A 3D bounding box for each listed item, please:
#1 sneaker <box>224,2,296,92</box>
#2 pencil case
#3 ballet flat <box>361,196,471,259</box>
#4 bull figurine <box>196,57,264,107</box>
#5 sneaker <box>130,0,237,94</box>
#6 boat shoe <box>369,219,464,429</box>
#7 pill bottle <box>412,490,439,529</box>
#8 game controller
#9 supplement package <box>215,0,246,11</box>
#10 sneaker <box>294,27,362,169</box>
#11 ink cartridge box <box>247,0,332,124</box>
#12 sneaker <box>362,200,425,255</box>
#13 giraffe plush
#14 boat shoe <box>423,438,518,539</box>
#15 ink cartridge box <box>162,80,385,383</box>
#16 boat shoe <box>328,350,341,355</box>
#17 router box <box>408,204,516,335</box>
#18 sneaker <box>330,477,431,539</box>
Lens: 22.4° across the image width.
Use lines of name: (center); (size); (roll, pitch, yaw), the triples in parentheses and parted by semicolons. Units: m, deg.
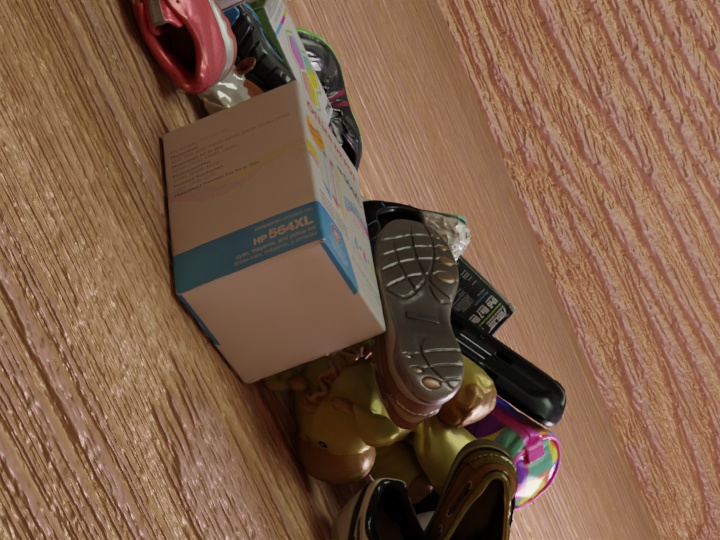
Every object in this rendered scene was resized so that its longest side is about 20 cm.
sneaker: (-0.095, -0.185, 1.704); (0.082, 0.073, 0.201); (-89, 157, -64)
pencil case: (0.086, 0.135, 1.638); (0.200, 0.089, 0.088); (33, -11, 34)
ballet flat: (0.006, -0.042, 1.736); (0.072, 0.199, 0.072); (15, 90, -75)
bull figurine: (-0.084, -0.095, 1.623); (0.200, 0.065, 0.122); (56, 20, -46)
sneaker: (-0.161, -0.237, 1.496); (0.087, 0.073, 0.201); (-74, 141, -65)
boat shoe: (0.035, 0.041, 1.463); (0.201, 0.075, 0.072); (-89, -160, -46)
pill bottle: (0.074, 0.246, 1.634); (0.200, 0.115, 0.116); (-84, 151, -66)
game controller: (0.096, 0.075, 1.622); (0.199, 0.042, 0.104); (34, 16, 9)
supplement package: (-0.108, -0.328, 1.569); (0.111, 0.199, 0.156); (-95, 160, -56)
sneaker: (-0.043, -0.170, 1.906); (0.084, 0.076, 0.201); (-102, 165, -53)
ink cartridge box: (-0.075, -0.174, 1.807); (0.104, 0.059, 0.201); (-79, 147, -68)
sneaker: (-0.020, -0.012, 1.565); (0.200, 0.077, 0.071); (-40, 118, -47)
giraffe plush: (0.006, 0.115, 1.517); (0.162, 0.172, 0.202); (-24, 105, -57)
boat shoe: (0.079, 0.240, 1.488); (0.068, 0.071, 0.202); (-105, -155, -73)
ink cartridge box: (-0.071, -0.041, 1.439); (0.129, 0.124, 0.201); (56, 18, -47)
boat shoe: (0.000, 0.000, 1.692); (0.072, 0.068, 0.202); (-171, -105, -78)
router box: (0.072, 0.020, 1.868); (0.150, 0.062, 0.200); (43, -9, 2)
sneaker: (0.030, 0.259, 1.445); (0.088, 0.075, 0.201); (-57, -134, 46)
